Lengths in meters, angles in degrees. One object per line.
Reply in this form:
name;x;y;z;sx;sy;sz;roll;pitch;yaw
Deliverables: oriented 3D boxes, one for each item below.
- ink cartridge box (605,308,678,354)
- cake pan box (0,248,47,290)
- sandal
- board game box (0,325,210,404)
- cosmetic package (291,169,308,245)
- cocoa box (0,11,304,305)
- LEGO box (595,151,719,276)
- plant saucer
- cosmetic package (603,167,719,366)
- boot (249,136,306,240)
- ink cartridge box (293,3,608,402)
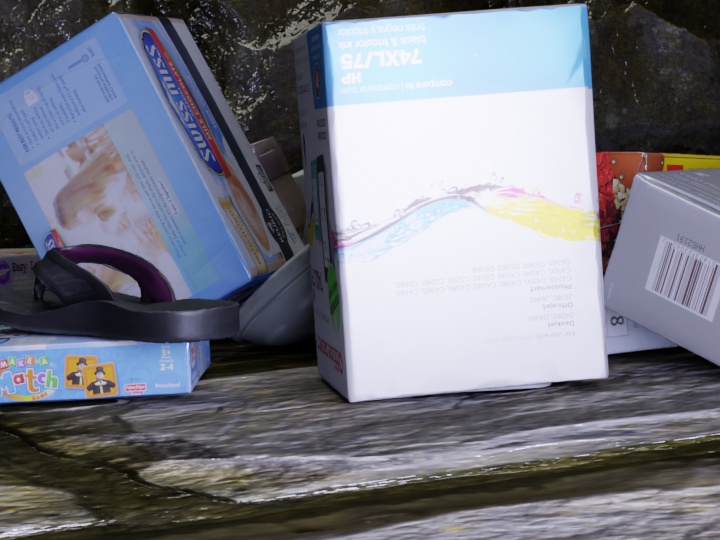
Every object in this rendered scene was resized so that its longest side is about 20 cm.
ink cartridge box;0.206;0.021;1.267;0.198;0.058;0.162;-9;4;-13
cake pan box;-0.420;0.004;2.137;0.199;0.053;0.184;-1;2;33
sandal;-0.140;0.010;1.105;0.075;0.048;0.200;-7;7;-45
board game box;-0.193;0.053;1.145;0.198;0.037;0.151;-2;3;-1
cosmetic package;0.049;-0.049;1.469;0.199;0.114;0.081;-12;10;34
cocoa box;-0.149;-0.056;1.313;0.133;0.201;0.131;-29;-3;16
LEGO box;0.167;-0.037;1.252;0.148;0.078;0.199;3;3;37
plant saucer;0.000;0.000;1.341;0.200;0.050;0.200;-38;-6;-5
cosmetic package;0.237;-0.005;1.119;0.106;0.091;0.199;27;23;33
boot;-0.137;-0.023;1.432;0.198;0.147;0.070;-7;7;0
ink cartridge box;0.047;-0.038;1.080;0.145;0.202;0.147;-5;3;-8
